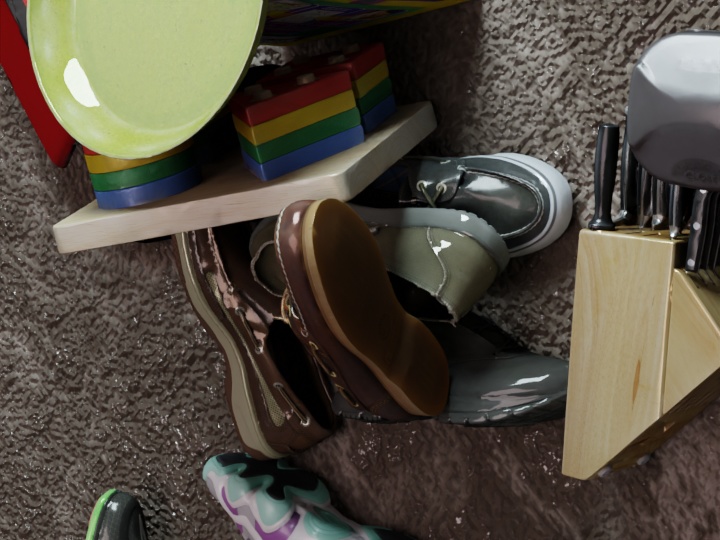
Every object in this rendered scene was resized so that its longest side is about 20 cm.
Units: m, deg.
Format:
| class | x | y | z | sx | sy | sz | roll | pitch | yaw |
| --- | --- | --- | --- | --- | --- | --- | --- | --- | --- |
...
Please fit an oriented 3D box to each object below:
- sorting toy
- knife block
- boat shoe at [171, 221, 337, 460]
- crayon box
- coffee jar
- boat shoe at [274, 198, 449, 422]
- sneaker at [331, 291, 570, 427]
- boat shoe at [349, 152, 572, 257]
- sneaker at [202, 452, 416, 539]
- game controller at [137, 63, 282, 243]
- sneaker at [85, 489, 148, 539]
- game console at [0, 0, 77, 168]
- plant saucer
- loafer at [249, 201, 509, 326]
| class | x | y | z | sx | sy | sz | roll | pitch | yaw |
| --- | --- | --- | --- | --- | --- | --- | --- | --- | --- |
| sorting toy | -0.076 | -0.085 | 1.453 | 0.198 | 0.199 | 0.070 | -10 | 103 | 21 |
| knife block | 0.166 | 0.006 | 1.394 | 0.200 | 0.064 | 0.176 | -45 | 67 | 32 |
| boat shoe | -0.065 | 0.028 | 1.573 | 0.074 | 0.075 | 0.204 | -13 | 102 | 33 |
| crayon box | -0.051 | -0.189 | 1.458 | 0.172 | 0.199 | 0.059 | -9 | 87 | 38 |
| coffee jar | 0.232 | -0.089 | 1.245 | 0.104 | 0.199 | 0.086 | 9 | 100 | 37 |
| boat shoe | -0.013 | 0.029 | 1.380 | 0.070 | 0.200 | 0.071 | 2 | 53 | 28 |
| sneaker | 0.062 | 0.057 | 1.478 | 0.199 | 0.076 | 0.092 | 1 | 88 | 36 |
| boat shoe | 0.044 | -0.043 | 1.489 | 0.199 | 0.056 | 0.069 | 5 | 97 | 38 |
| sneaker | -0.047 | 0.222 | 1.573 | 0.199 | 0.077 | 0.141 | 30 | 111 | 33 |
| game controller | -0.111 | -0.081 | 1.618 | 0.199 | 0.042 | 0.105 | -10 | 88 | 39 |
| sneaker | -0.145 | 0.254 | 1.669 | 0.083 | 0.077 | 0.202 | -20 | 85 | 20 |
| game console | -0.209 | -0.201 | 1.628 | 0.172 | 0.119 | 0.201 | -30 | 84 | 10 |
| plant saucer | -0.122 | -0.166 | 1.366 | 0.199 | 0.031 | 0.202 | -4 | 84 | 40 |
| loafer | 0.000 | 0.000 | 1.465 | 0.199 | 0.075 | 0.070 | -2 | 51 | 41 |
